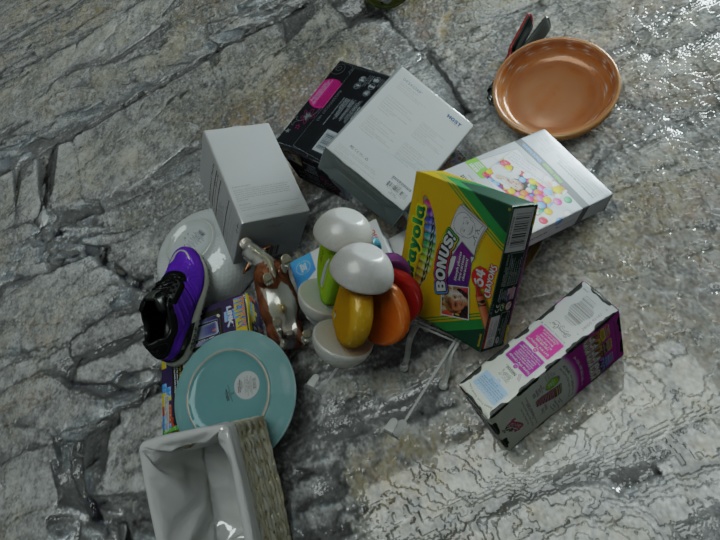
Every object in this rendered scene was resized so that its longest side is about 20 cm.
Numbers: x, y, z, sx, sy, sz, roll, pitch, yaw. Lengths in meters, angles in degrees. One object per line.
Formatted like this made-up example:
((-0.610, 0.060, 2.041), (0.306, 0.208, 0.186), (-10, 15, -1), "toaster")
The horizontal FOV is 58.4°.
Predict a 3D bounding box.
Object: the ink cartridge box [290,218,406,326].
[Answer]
((0.000, 0.000, 1.016), (0.200, 0.067, 0.116), (-27, 54, 7), "ink cartridge box")

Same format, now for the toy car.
((0.007, 0.022, 0.878), (0.149, 0.175, 0.200), (1, 36, -22), "toy car")

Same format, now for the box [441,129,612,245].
((0.238, -0.116, 0.938), (0.200, 0.041, 0.156), (-24, 60, -20), "box")

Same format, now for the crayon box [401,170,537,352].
((0.135, -0.018, 0.879), (0.172, 0.058, 0.201), (29, 118, 44), "crayon box")

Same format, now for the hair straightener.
((0.283, -0.363, 1.124), (0.077, 0.041, 0.200), (24, 73, 33), "hair straightener")

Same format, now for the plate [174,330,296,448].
((-0.190, 0.184, 0.946), (0.199, 0.026, 0.201), (-6, 70, 16), "plate")

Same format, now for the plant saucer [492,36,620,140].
((0.318, -0.293, 1.055), (0.199, 0.037, 0.201), (-6, 66, 13), "plant saucer")

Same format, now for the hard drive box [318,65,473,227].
((0.057, -0.197, 1.022), (0.156, 0.077, 0.200), (40, 70, 1), "hard drive box")

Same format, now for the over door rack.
((0.043, 0.137, 0.905), (0.147, 0.067, 0.200), (21, 51, 32), "over door rack")

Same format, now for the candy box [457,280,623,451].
((0.229, 0.122, 0.801), (0.200, 0.136, 0.061), (-39, 52, -3), "candy box")

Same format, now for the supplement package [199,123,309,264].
((-0.186, -0.134, 1.098), (0.121, 0.120, 0.200), (-13, 63, -25), "supplement package")

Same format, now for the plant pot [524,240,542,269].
((0.179, -0.063, 0.984), (0.199, 0.027, 0.201), (-6, 68, 14), "plant pot")

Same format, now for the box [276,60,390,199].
((-0.026, -0.248, 1.147), (0.132, 0.115, 0.200), (29, 77, 33), "box")

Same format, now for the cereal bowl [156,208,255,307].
((-0.283, -0.031, 1.150), (0.199, 0.083, 0.201), (-11, 58, 18), "cereal bowl")

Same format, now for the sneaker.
((-0.300, 0.044, 1.021), (0.069, 0.100, 0.201), (-7, 66, 21), "sneaker")

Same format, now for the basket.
((-0.183, 0.300, 0.845), (0.135, 0.123, 0.201), (-15, 83, 15), "basket")

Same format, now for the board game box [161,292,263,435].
((-0.235, 0.155, 1.035), (0.165, 0.057, 0.200), (-19, 56, 10), "board game box")

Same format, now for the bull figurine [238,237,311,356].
((-0.131, 0.035, 0.996), (0.065, 0.121, 0.201), (-20, 89, -17), "bull figurine")

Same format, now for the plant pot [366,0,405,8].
((0.050, -0.656, 1.334), (0.186, 0.187, 0.201), (-8, 73, 19), "plant pot")

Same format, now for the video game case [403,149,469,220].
((0.128, -0.135, 1.071), (0.143, 0.018, 0.200), (-35, 54, 0), "video game case")
